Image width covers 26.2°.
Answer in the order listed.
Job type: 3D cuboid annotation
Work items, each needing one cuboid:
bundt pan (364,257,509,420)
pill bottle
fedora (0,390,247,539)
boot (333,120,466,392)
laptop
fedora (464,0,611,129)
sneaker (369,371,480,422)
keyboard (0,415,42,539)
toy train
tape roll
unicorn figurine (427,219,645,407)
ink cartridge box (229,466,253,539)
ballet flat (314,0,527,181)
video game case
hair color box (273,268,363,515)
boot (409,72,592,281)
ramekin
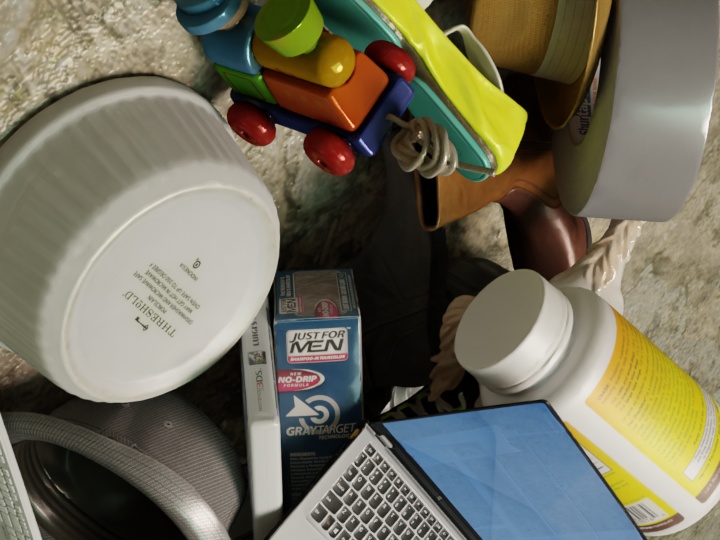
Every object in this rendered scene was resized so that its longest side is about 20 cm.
[{"bbox_3d":[0.066,0.073,1.268,0.201,0.076,0.203,-28,139,-27],"label":"bundt pan"},{"bbox_3d":[0.156,0.086,1.035,0.200,0.109,0.109,39,92,-28],"label":"pill bottle"},{"bbox_3d":[-0.154,0.135,1.028,0.090,0.199,0.178,-55,148,-38],"label":"fedora"},{"bbox_3d":[0.000,0.000,1.122,0.130,0.070,0.202,-9,98,3],"label":"boot"},{"bbox_3d":[0.061,0.191,1.024,0.200,0.116,0.188,-48,130,-12],"label":"laptop"},{"bbox_3d":[0.110,-0.189,1.025,0.081,0.201,0.202,3,130,-5],"label":"fedora"},{"bbox_3d":[0.039,0.133,1.168,0.200,0.072,0.083,-52,138,10],"label":"sneaker"},{"bbox_3d":[-0.242,0.144,1.020,0.011,0.056,0.201,-54,154,-38],"label":"keyboard"},{"bbox_3d":[-0.017,-0.117,0.892,0.085,0.199,0.116,-56,139,-13],"label":"toy train"},{"bbox_3d":[0.180,-0.135,1.042,0.066,0.201,0.201,3,129,-5],"label":"tape roll"},{"bbox_3d":[0.144,0.032,1.103,0.199,0.074,0.139,-17,118,-29],"label":"unicorn figurine"},{"bbox_3d":[-0.078,0.243,1.167,0.144,0.200,0.085,-2,123,-46],"label":"ink cartridge box"},{"bbox_3d":[0.036,-0.146,0.985,0.200,0.067,0.067,47,69,-17],"label":"ballet flat"},{"bbox_3d":[-0.071,0.104,1.074,0.023,0.183,0.201,-4,133,-6],"label":"video game case"},{"bbox_3d":[-0.028,0.110,1.079,0.060,0.100,0.202,-3,109,-3],"label":"hair color box"},{"bbox_3d":[0.103,-0.049,1.111,0.200,0.068,0.190,-17,110,-60],"label":"boot"},{"bbox_3d":[-0.138,-0.010,0.951,0.201,0.094,0.203,-29,141,-27],"label":"ramekin"}]
